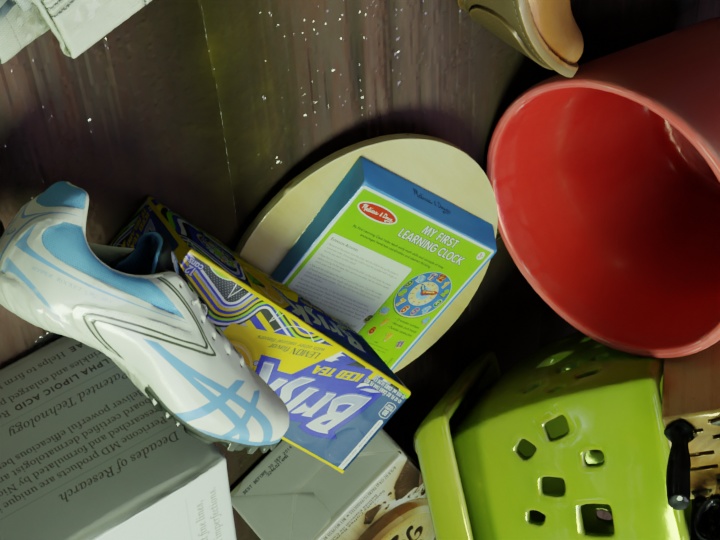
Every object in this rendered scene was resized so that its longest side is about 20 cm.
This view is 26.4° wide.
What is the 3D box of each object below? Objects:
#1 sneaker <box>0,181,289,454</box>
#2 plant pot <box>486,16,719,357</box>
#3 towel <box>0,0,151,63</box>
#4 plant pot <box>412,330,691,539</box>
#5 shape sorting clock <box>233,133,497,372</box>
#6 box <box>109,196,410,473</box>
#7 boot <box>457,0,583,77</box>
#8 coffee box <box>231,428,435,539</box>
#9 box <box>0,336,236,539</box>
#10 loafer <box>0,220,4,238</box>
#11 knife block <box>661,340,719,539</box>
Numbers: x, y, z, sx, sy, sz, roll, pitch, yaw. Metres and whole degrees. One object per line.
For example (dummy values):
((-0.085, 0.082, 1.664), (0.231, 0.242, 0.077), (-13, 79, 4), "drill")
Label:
((-0.096, 0.029, 0.766), (0.073, 0.072, 0.200), (-52, 129, -3), "sneaker")
((0.212, -0.071, 1.006), (0.177, 0.200, 0.201), (-35, 147, -36), "plant pot")
((-0.106, -0.197, 0.650), (0.200, 0.035, 0.193), (-36, 146, -14), "towel")
((0.151, 0.151, 1.088), (0.200, 0.180, 0.200), (-38, 117, -70), "plant pot")
((0.000, 0.000, 0.967), (0.199, 0.039, 0.201), (-19, 137, -18), "shape sorting clock")
((-0.063, 0.041, 0.882), (0.070, 0.064, 0.200), (-49, 133, 6), "box")
((0.110, -0.207, 0.856), (0.156, 0.077, 0.200), (-53, 139, 3), "boot")
((0.003, 0.182, 1.126), (0.113, 0.080, 0.200), (-45, 147, -3), "coffee box")
((-0.183, 0.170, 0.865), (0.199, 0.131, 0.200), (-29, 143, -24), "box")
((-0.242, 0.047, 0.724), (0.200, 0.071, 0.073), (-41, 146, -7), "loafer")
((0.226, 0.085, 0.966), (0.064, 0.201, 0.175), (-10, 167, 19), "knife block")
